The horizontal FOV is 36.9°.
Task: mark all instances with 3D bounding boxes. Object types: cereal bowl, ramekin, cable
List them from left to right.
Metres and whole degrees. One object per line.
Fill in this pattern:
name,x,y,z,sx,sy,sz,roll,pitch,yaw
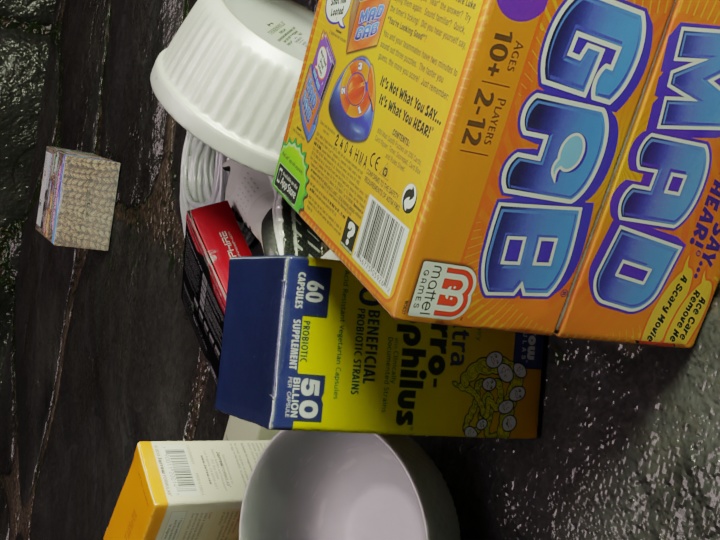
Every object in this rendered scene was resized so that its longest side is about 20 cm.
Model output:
cable,-0.160,-0.119,1.278,0.200,0.069,0.200,-62,34,38
ramekin,-0.085,-0.183,1.010,0.105,0.200,0.200,-58,35,25
cereal bowl,0.001,0.209,0.836,0.200,0.083,0.201,-6,81,41

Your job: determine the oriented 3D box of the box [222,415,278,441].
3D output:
box,-0.085,0.146,1.067,0.082,0.068,0.200,52,129,54

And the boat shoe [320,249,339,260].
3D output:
boat shoe,0.000,0.000,0.931,0.200,0.072,0.066,0,80,62

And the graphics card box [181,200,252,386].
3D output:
graphics card box,-0.146,0.030,1.146,0.126,0.051,0.200,63,158,22

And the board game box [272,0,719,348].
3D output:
board game box,0.092,-0.095,0.622,0.200,0.199,0.200,47,126,57

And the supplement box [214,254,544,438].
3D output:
supplement box,0.015,0.053,0.742,0.109,0.200,0.109,0,85,63

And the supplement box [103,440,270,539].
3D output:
supplement box,-0.111,0.217,0.956,0.126,0.200,0.074,-65,36,30

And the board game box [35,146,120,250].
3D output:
board game box,-0.514,-0.133,1.951,0.200,0.097,0.160,23,105,62

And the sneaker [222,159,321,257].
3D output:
sneaker,-0.094,-0.059,1.103,0.080,0.074,0.200,-26,44,14
